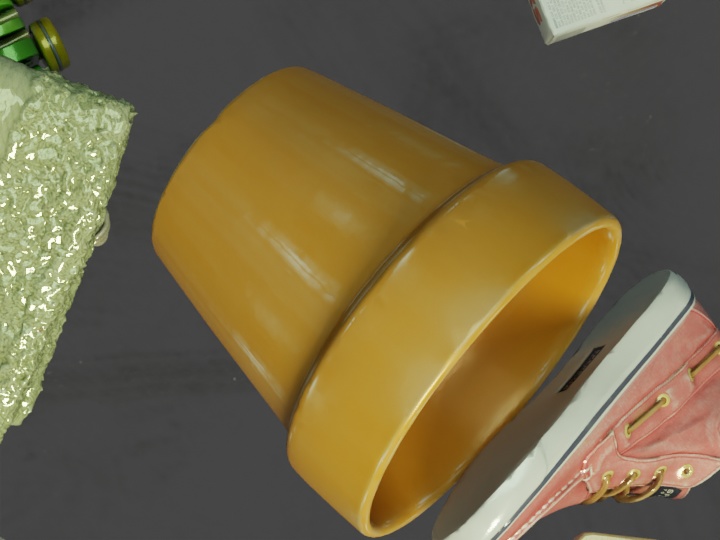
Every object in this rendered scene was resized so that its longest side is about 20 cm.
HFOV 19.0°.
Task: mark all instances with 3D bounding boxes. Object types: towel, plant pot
[{"bbox_3d":[-0.211,-0.020,1.111,0.148,0.036,0.201,24,97,-4],"label":"towel"},{"bbox_3d":[0.000,0.000,1.088,0.183,0.200,0.200,39,79,16],"label":"plant pot"}]

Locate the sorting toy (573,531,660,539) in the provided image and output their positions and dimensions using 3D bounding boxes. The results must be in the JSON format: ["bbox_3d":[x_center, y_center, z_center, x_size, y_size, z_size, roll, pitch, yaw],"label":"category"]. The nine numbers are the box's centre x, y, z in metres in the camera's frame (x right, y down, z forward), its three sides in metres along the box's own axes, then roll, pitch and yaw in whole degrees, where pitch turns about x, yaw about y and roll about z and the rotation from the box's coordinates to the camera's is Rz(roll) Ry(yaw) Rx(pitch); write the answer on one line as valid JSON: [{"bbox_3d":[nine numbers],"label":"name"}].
[{"bbox_3d":[0.195,0.248,1.122,0.198,0.070,0.201,7,81,-5],"label":"sorting toy"}]

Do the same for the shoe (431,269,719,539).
[{"bbox_3d":[0.129,0.098,1.122,0.091,0.071,0.200,47,68,-9],"label":"shoe"}]

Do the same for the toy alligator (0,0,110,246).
[{"bbox_3d":[-0.184,-0.106,1.142,0.059,0.054,0.201,-27,85,-9],"label":"toy alligator"}]

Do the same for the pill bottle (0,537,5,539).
[{"bbox_3d":[-0.277,0.139,1.066,0.199,0.109,0.110,31,79,-1],"label":"pill bottle"}]

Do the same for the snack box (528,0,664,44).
[{"bbox_3d":[0.103,-0.232,1.210,0.072,0.024,0.201,-19,84,-8],"label":"snack box"}]
